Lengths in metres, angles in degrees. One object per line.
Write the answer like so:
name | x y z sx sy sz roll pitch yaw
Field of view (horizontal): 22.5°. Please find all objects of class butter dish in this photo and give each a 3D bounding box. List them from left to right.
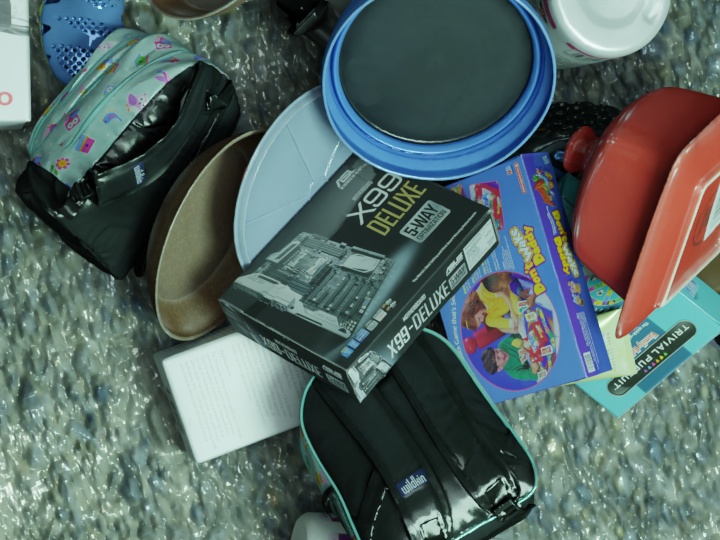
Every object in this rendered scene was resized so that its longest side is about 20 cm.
butter dish | 0.243 -0.078 1.559 0.147 0.201 0.199 30 40 23

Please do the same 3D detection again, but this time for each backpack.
backpack | -0.201 -0.111 1.570 0.126 0.167 0.201 31 79 24
backpack | 0.041 0.158 1.565 0.175 0.153 0.201 -30 77 -8

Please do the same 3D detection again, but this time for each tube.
tube | 0.154 0.085 1.678 0.198 0.058 0.052 -12 75 6

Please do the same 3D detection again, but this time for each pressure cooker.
pressure cooker | 0.019 -0.260 1.609 0.200 0.176 0.179 38 102 -10

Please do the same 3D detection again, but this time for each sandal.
sandal | -0.238 -0.259 1.595 0.079 0.087 0.202 6 92 -14

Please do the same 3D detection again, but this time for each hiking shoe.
hiking shoe | 0.171 -0.100 1.712 0.199 0.074 0.087 -18 124 -18

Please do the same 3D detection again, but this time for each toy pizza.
toy pizza | -0.048 -0.076 1.619 0.200 0.032 0.201 -32 136 -38

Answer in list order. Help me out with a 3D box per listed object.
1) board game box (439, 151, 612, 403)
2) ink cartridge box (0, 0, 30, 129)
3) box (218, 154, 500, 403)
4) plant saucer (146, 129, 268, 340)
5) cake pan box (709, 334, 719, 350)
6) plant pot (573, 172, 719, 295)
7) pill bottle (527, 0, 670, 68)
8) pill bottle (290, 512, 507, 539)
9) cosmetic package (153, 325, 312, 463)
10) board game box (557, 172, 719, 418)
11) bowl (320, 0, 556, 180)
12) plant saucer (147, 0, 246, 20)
board game box | 0.131 0.011 1.606 0.045 0.134 0.201 -10 83 -51
ink cartridge box | -0.361 -0.224 1.567 0.144 0.084 0.202 -2 92 -13
box | 0.000 0.000 1.566 0.200 0.157 0.050 -47 142 -21
plant saucer | -0.131 -0.037 1.591 0.036 0.200 0.201 25 85 23
cake pan box | 0.404 -0.006 1.700 0.052 0.184 0.201 29 86 -8
plant pot | 0.293 -0.062 1.698 0.199 0.093 0.202 5 121 8
pill bottle | 0.193 -0.242 1.635 0.112 0.200 0.114 0 92 -13
pill bottle | 0.038 0.283 1.658 0.198 0.112 0.113 6 90 -12
cosmetic package | -0.077 0.091 1.647 0.199 0.071 0.102 -19 97 -12
board game box | 0.217 0.026 1.684 0.200 0.047 0.151 38 124 -12
bowl | 0.065 -0.169 1.530 0.199 0.040 0.202 -2 128 -2
plant saucer | -0.117 -0.308 1.586 0.034 0.199 0.202 25 85 -48
